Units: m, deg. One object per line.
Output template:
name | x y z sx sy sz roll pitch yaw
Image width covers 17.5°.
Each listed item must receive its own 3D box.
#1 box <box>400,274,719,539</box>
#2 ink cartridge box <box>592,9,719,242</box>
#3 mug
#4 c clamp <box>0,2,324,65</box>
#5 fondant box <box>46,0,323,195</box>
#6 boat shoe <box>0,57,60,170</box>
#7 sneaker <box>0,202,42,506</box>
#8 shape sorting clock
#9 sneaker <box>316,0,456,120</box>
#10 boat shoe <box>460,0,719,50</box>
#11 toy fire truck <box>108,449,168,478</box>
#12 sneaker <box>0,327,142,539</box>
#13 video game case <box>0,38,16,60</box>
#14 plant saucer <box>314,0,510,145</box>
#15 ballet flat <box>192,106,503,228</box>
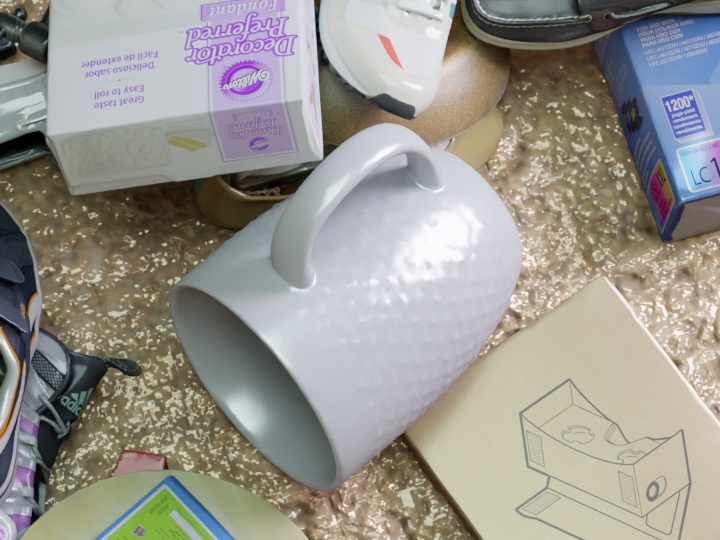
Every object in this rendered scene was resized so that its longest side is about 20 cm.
box | 0.140 0.123 1.376 0.163 0.021 0.200 -33 75 -14
ink cartridge box | 0.221 -0.133 1.447 0.136 0.076 0.201 -14 70 -8
mug | 0.000 0.000 1.320 0.175 0.200 0.148 -39 59 -21
c clamp | -0.126 -0.125 1.366 0.199 0.027 0.171 21 60 22
fondant box | -0.100 -0.145 1.322 0.143 0.058 0.201 -8 54 5
boat shoe | -0.184 -0.093 1.410 0.199 0.072 0.069 -13 74 -8
sneaker | -0.217 0.031 1.292 0.078 0.080 0.201 -5 60 -2
shape sorting clock | -0.105 0.205 1.270 0.199 0.039 0.201 6 63 -11
sneaker | 0.028 -0.181 1.353 0.070 0.093 0.200 22 43 -21
boat shoe | 0.158 -0.181 1.387 0.200 0.066 0.072 -8 72 -1
toy fire truck | -0.095 0.213 1.316 0.140 0.049 0.201 12 71 1
sneaker | -0.183 0.096 1.337 0.139 0.078 0.201 -25 74 -11
video game case | -0.320 -0.196 1.468 0.142 0.019 0.201 -23 74 -11
plant saucer | -0.001 -0.157 1.423 0.199 0.036 0.201 8 48 -8
ballet flat | -0.004 -0.071 1.416 0.199 0.063 0.069 -18 72 -10
